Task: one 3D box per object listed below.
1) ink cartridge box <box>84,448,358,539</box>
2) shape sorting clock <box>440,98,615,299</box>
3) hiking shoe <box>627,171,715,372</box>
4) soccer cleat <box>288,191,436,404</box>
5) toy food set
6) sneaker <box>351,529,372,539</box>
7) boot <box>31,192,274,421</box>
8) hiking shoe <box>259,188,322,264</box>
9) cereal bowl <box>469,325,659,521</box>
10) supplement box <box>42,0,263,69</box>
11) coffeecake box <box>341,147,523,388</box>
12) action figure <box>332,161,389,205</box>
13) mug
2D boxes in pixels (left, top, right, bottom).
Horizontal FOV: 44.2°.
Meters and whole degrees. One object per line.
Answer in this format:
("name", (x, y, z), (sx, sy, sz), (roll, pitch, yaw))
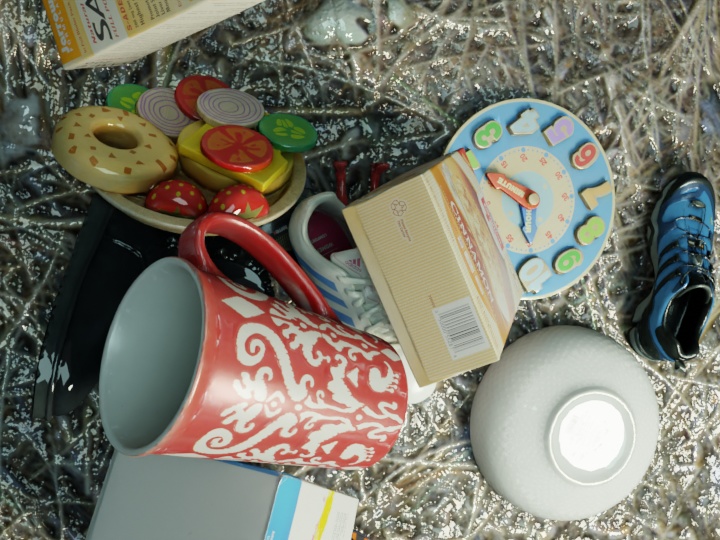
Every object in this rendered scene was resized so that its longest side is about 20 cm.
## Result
("ink cartridge box", (-0.109, 0.232, 0.732), (0.146, 0.200, 0.146), (9, 74, 21))
("shape sorting clock", (0.166, -0.071, 0.886), (0.198, 0.039, 0.202), (-1, 95, -12))
("hiking shoe", (0.336, -0.001, 0.903), (0.074, 0.087, 0.202), (9, 92, -13))
("soccer cleat", (0.002, 0.024, 0.749), (0.070, 0.086, 0.201), (-32, 84, -19))
("toy food set", (-0.141, -0.104, 0.755), (0.199, 0.198, 0.049), (24, 130, 10))
("sneaker", (-0.046, 0.302, 0.858), (0.198, 0.078, 0.113), (6, 78, -8))
("boot", (-0.155, 0.039, 0.707), (0.167, 0.077, 0.201), (16, 54, -13))
("hiking shoe", (-0.125, -0.030, 0.806), (0.198, 0.076, 0.102), (0, 91, -13))
("cereal bowl", (0.215, 0.159, 0.892), (0.198, 0.083, 0.202), (-1, 95, -12))
("supplement box", (-0.176, -0.252, 0.719), (0.073, 0.199, 0.127), (-25, 101, -52))
("coffeecake box", (0.071, -0.012, 0.761), (0.073, 0.200, 0.154), (-22, 97, 19))
("action figure", (0.000, 0.000, 0.828), (0.065, 0.099, 0.202), (1, 96, -9))
("mug", (-0.063, 0.060, 0.652), (0.199, 0.133, 0.179), (20, 85, -39))
